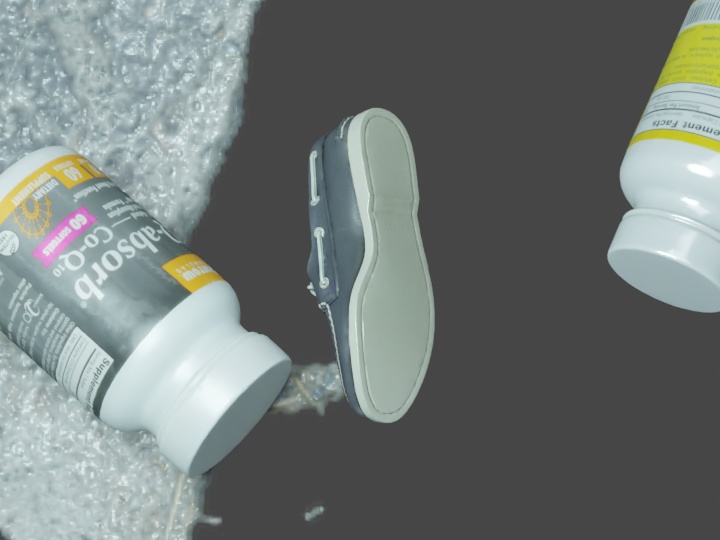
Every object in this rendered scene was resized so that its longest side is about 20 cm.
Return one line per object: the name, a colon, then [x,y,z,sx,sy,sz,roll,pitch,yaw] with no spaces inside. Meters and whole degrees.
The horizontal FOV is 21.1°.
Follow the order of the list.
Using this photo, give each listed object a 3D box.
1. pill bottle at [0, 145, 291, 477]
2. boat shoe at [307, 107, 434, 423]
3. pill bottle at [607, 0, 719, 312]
pill bottle: [-0.145,0.026,1.178,0.200,0.116,0.116,40,77,12]
boat shoe: [0.000,0.000,1.226,0.063,0.073,0.201,-14,73,42]
pill bottle: [0.229,-0.080,1.211,0.111,0.111,0.200,24,74,8]
